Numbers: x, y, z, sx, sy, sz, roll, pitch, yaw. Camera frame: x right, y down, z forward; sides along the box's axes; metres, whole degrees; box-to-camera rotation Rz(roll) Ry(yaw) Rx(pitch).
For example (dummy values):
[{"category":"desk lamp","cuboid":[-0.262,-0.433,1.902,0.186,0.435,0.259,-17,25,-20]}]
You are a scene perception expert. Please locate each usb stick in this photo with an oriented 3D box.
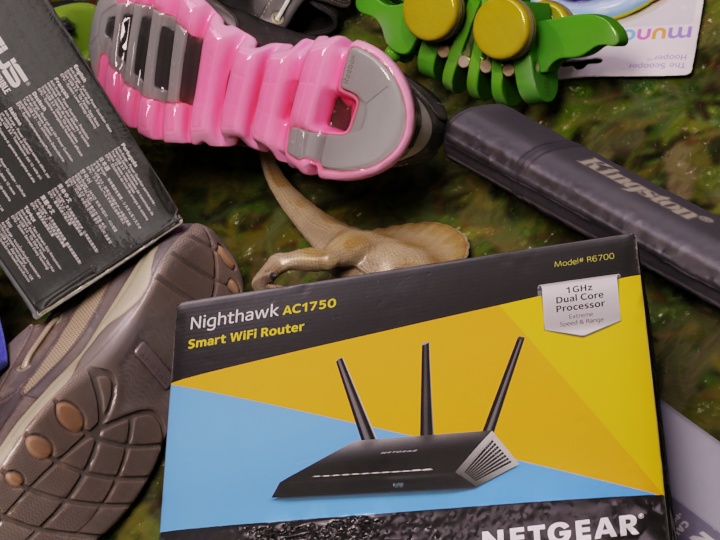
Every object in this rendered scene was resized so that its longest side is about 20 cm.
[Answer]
[{"category":"usb stick","cuboid":[0.119,-0.027,0.847,0.200,0.055,0.033,33,113,37]}]

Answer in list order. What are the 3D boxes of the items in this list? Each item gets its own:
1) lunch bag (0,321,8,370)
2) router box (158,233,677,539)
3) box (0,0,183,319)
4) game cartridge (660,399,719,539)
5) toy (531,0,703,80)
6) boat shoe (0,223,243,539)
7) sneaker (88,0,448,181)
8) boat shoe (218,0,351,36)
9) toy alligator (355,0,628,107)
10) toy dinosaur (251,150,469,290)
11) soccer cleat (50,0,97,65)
[{"category":"lunch bag","cuboid":[-0.291,0.008,0.854,0.170,0.200,0.124,-40,38,12]},{"category":"router box","cuboid":[0.022,0.071,0.750,0.199,0.051,0.150,-9,52,11]},{"category":"box","cuboid":[-0.185,-0.100,0.895,0.086,0.201,0.164,-33,22,-6]},{"category":"game cartridge","cuboid":[0.084,0.146,0.731,0.200,0.041,0.133,-42,46,-13]},{"category":"toy","cuboid":[0.125,-0.188,0.975,0.114,0.047,0.201,-1,52,23]},{"category":"boat shoe","cuboid":[-0.131,0.061,0.872,0.073,0.075,0.200,4,47,43]},{"category":"sneaker","cuboid":[-0.044,-0.091,0.918,0.199,0.095,0.079,23,104,28]},{"category":"boat shoe","cuboid":[-0.032,-0.159,1.017,0.068,0.072,0.200,43,64,2]},{"category":"toy alligator","cuboid":[0.038,-0.119,0.934,0.199,0.059,0.055,18,103,27]},{"category":"toy dinosaur","cuboid":[0.000,0.000,0.883,0.199,0.058,0.101,23,48,37]},{"category":"soccer cleat","cuboid":[-0.228,-0.091,1.031,0.200,0.068,0.081,-36,38,-8]}]
